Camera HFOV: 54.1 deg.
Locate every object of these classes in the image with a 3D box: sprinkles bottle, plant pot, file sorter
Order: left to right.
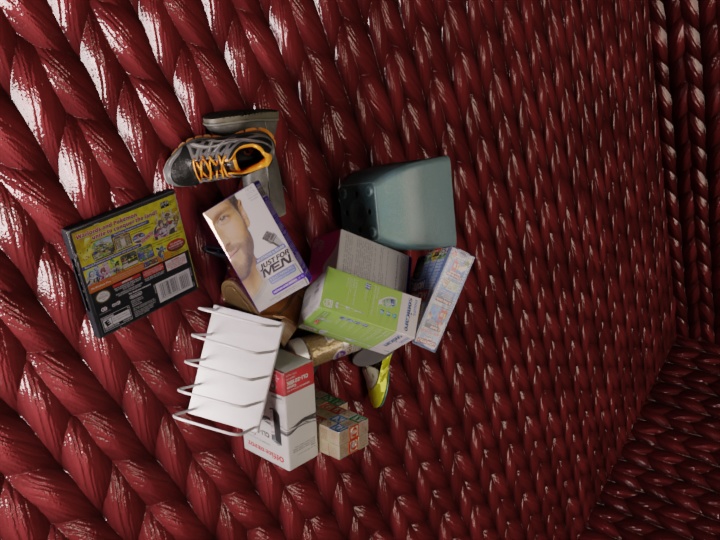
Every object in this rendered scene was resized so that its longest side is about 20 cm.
[{"bbox_3d":[-0.234,0.174,1.236,0.124,0.136,0.204,28,75,-82],"label":"file sorter"},{"bbox_3d":[-0.054,0.146,1.434,0.197,0.068,0.070,-18,113,-26],"label":"sprinkles bottle"},{"bbox_3d":[0.064,-0.134,1.504,0.197,0.194,0.200,-10,98,-42],"label":"plant pot"}]

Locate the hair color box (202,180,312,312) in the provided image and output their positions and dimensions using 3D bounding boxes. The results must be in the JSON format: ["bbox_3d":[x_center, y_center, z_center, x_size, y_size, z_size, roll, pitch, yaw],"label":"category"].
[{"bbox_3d":[-0.180,-0.043,1.247,0.202,0.108,0.065,61,6,-8],"label":"hair color box"}]

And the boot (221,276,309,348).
[{"bbox_3d":[-0.176,0.034,1.369,0.201,0.073,0.157,53,52,-41],"label":"boot"}]

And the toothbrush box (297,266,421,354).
[{"bbox_3d":[-0.004,0.082,1.356,0.197,0.146,0.088,20,65,-14],"label":"toothbrush box"}]

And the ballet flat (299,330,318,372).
[{"bbox_3d":[-0.109,0.180,1.481,0.073,0.072,0.202,50,58,-43],"label":"ballet flat"}]

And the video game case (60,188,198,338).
[{"bbox_3d":[-0.369,-0.015,1.153,0.199,0.025,0.184,-30,121,-41],"label":"video game case"}]

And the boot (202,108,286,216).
[{"bbox_3d":[-0.206,-0.187,1.284,0.180,0.072,0.204,-14,116,-45],"label":"boot"}]

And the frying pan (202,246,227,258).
[{"bbox_3d":[-0.198,-0.035,1.330,0.189,0.031,0.116,34,40,-23],"label":"frying pan"}]

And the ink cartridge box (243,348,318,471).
[{"bbox_3d":[-0.161,0.264,1.371,0.083,0.143,0.204,-19,112,-44],"label":"ink cartridge box"}]

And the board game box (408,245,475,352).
[{"bbox_3d":[0.135,0.063,1.455,0.061,0.199,0.204,23,76,-19],"label":"board game box"}]

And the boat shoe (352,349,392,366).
[{"bbox_3d":[0.059,0.148,1.614,0.199,0.057,0.068,-38,129,20],"label":"boat shoe"}]

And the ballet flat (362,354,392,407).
[{"bbox_3d":[0.039,0.219,1.673,0.066,0.066,0.204,19,80,-28],"label":"ballet flat"}]

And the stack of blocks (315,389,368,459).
[{"bbox_3d":[-0.075,0.309,1.442,0.114,0.198,0.060,-15,110,-45],"label":"stack of blocks"}]

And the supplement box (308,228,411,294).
[{"bbox_3d":[0.000,0.000,1.446,0.198,0.100,0.106,19,70,-38],"label":"supplement box"}]

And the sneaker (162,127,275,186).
[{"bbox_3d":[-0.235,-0.185,1.181,0.196,0.078,0.079,-20,125,-5],"label":"sneaker"}]
